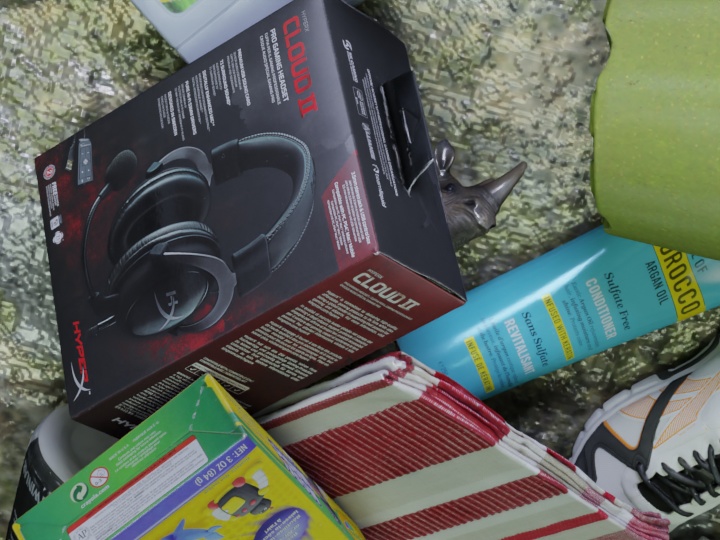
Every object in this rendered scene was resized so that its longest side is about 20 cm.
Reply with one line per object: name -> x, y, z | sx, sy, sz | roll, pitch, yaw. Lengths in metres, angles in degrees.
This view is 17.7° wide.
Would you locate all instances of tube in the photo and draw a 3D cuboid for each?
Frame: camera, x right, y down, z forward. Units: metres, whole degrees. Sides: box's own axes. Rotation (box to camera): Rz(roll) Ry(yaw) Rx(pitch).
tube -> 0.115, 0.012, 1.161 | 0.200, 0.050, 0.078 | -25, 121, -1

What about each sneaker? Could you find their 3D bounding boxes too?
sneaker -> 0.173, 0.087, 1.178 | 0.074, 0.080, 0.200 | 33, 121, -16

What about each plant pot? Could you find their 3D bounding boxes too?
plant pot -> 0.207, -0.070, 1.058 | 0.189, 0.200, 0.201 | 5, 118, 15

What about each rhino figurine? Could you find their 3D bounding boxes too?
rhino figurine -> 0.000, 0.000, 1.142 | 0.200, 0.088, 0.060 | -35, 108, 19

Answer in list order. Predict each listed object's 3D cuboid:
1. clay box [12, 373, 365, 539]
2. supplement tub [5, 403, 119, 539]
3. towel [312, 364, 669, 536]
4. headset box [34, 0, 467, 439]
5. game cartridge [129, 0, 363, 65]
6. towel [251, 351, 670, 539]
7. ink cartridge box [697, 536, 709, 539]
clay box -> -0.065, 0.141, 1.104 | 0.115, 0.048, 0.200 | -38, 141, 1
supplement tub -> -0.133, 0.177, 1.219 | 0.122, 0.123, 0.200 | 15, 117, -4
towel -> 0.057, 0.115, 1.209 | 0.200, 0.018, 0.086 | 28, 142, -2
headset box -> -0.047, -0.024, 1.077 | 0.200, 0.149, 0.077 | -28, 147, 26
game cartridge -> -0.076, -0.189, 1.082 | 0.133, 0.040, 0.200 | -38, 109, 15
towel -> 0.038, 0.107, 1.145 | 0.200, 0.023, 0.144 | 34, 142, -30
ink cartridge box -> 0.194, 0.225, 1.247 | 0.200, 0.067, 0.116 | 35, 113, -19
